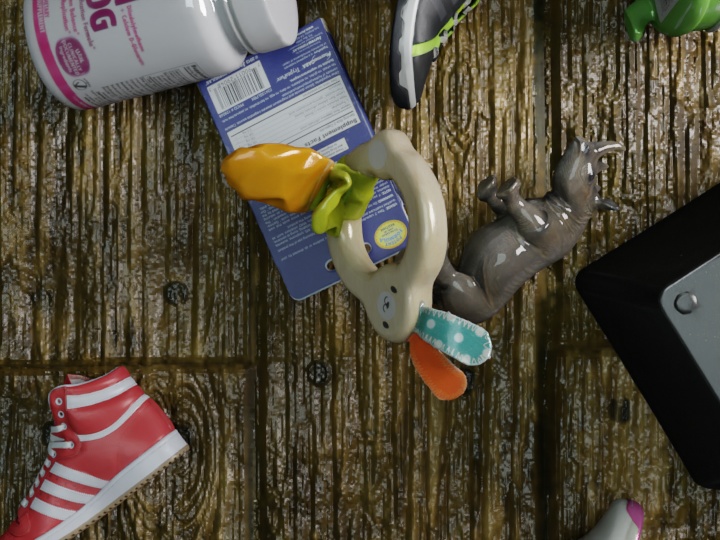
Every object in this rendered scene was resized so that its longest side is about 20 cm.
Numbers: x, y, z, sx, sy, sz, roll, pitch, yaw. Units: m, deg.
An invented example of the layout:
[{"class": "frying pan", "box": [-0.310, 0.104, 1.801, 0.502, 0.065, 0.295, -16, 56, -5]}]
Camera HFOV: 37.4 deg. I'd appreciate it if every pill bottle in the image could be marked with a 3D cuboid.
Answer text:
[{"class": "pill bottle", "box": [-0.157, -0.205, 0.851, 0.196, 0.113, 0.116, -11, 88, 15]}]

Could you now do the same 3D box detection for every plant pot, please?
[{"class": "plant pot", "box": [0.292, 0.038, 0.760, 0.198, 0.177, 0.201, -32, 86, 6]}]

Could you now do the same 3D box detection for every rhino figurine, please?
[{"class": "rhino figurine", "box": [0.129, -0.035, 0.840, 0.199, 0.060, 0.088, -39, 112, 6]}]

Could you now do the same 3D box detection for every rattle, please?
[{"class": "rattle", "box": [0.000, 0.000, 0.773, 0.129, 0.142, 0.204, -21, 75, 33]}]

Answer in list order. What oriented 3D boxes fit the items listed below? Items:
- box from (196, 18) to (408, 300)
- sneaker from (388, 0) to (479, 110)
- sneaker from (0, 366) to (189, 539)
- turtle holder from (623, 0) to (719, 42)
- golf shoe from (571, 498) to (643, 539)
[{"class": "box", "box": [-0.042, -0.089, 0.884, 0.120, 0.032, 0.203, -24, 86, 8]}, {"class": "sneaker", "box": [0.073, -0.226, 0.847, 0.081, 0.072, 0.204, 11, 95, -1]}, {"class": "sneaker", "box": [-0.253, 0.164, 0.895, 0.199, 0.071, 0.113, -36, 89, -1]}, {"class": "turtle holder", "box": [0.257, -0.269, 0.801, 0.129, 0.142, 0.187, -9, 49, -6]}, {"class": "golf shoe", "box": [0.149, 0.258, 0.834, 0.091, 0.075, 0.202, 31, 93, 11]}]
